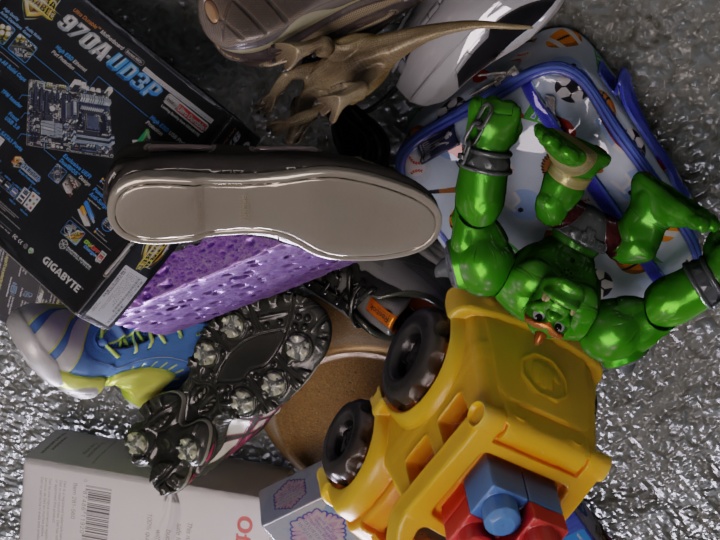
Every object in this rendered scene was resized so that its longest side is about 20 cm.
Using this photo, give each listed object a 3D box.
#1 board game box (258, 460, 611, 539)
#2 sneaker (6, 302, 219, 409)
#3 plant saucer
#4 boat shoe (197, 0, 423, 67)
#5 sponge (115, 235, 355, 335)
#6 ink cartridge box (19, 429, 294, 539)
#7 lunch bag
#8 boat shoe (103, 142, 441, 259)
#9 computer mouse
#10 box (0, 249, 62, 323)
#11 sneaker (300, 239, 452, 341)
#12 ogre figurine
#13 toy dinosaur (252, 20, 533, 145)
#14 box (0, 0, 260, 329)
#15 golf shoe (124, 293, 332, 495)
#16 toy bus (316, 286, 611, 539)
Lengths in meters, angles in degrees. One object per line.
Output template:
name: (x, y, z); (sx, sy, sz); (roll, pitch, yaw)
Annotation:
board game box: (0.061, 0.195, 1.430); (0.199, 0.041, 0.200); (-28, 123, 15)
sneaker: (-0.163, 0.038, 1.369); (0.105, 0.200, 0.076); (-42, 66, 11)
plant saucer: (0.010, 0.105, 1.431); (0.199, 0.035, 0.201); (7, 125, 10)
boat shoe: (-0.002, -0.183, 1.180); (0.199, 0.075, 0.073); (-21, 163, -1)
sponge: (-0.065, -0.008, 1.267); (0.199, 0.112, 0.030); (-21, 77, 15)
ink cartridge box: (-0.157, 0.215, 1.498); (0.199, 0.084, 0.147); (9, 104, 9)
lunch bag: (0.126, -0.055, 1.268); (0.160, 0.076, 0.200); (-26, 115, 26)
boat shoe: (-0.052, -0.049, 1.156); (0.199, 0.057, 0.067); (3, 128, -8)
computer mouse: (0.044, -0.147, 1.220); (0.200, 0.110, 0.044); (-39, 139, 26)
box: (-0.239, -0.051, 1.388); (0.160, 0.044, 0.200); (21, 126, 0)
sneaker: (0.000, 0.000, 1.335); (0.200, 0.079, 0.074); (24, 127, 4)
ogre figurine: (0.136, -0.013, 1.199); (0.200, 0.098, 0.120); (22, 107, -23)
toy dinosaur: (-0.002, -0.125, 1.168); (0.200, 0.101, 0.058); (-22, 93, 44)
box: (-0.187, -0.084, 1.247); (0.200, 0.046, 0.159); (38, 90, 24)
golf shoe: (-0.085, 0.079, 1.386); (0.200, 0.088, 0.077); (-41, 76, 29)
toy bus: (0.070, 0.143, 1.252); (0.135, 0.192, 0.200); (23, 122, -23)
